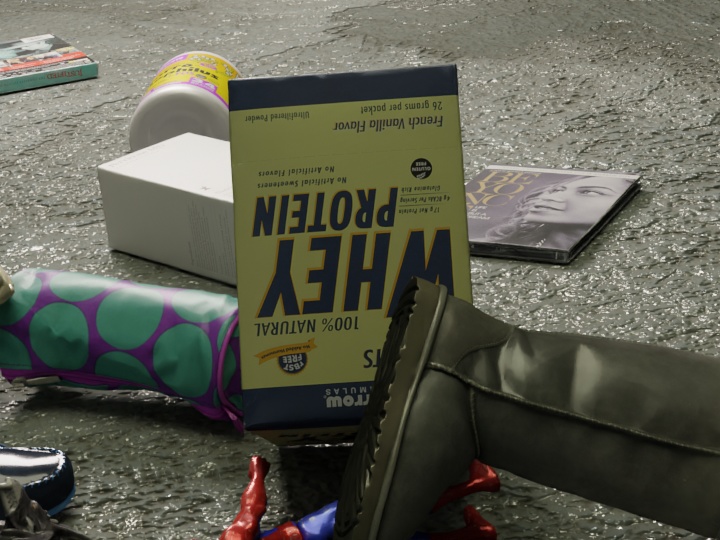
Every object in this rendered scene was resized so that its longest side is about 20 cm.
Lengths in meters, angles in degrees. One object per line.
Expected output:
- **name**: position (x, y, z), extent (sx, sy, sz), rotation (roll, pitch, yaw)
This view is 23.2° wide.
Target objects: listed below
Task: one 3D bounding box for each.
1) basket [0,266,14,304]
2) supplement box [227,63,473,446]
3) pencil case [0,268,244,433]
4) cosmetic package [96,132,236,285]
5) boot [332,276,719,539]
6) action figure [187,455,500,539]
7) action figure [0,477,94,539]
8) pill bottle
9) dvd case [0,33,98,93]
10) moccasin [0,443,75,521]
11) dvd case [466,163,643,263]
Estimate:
- **basket**: position (-0.374, -0.013, 1.231), extent (0.200, 0.161, 0.198), rotation (-40, 28, -6)
- **supplement box**: position (0.000, 0.000, 1.069), extent (0.134, 0.200, 0.200), rotation (-4, -9, 3)
- **pencil case**: position (-0.158, 0.053, 1.218), extent (0.199, 0.085, 0.093), rotation (6, 61, 24)
- **cosmetic package**: position (-0.119, -0.053, 1.491), extent (0.200, 0.081, 0.113), rotation (16, 31, 40)
- **boot**: position (0.098, 0.106, 0.926), extent (0.200, 0.182, 0.073), rotation (21, -10, -10)
- **action figure**: position (-0.031, 0.139, 0.993), extent (0.200, 0.065, 0.099), rotation (-14, 31, -25)
- **action figure**: position (-0.240, 0.152, 0.955), extent (0.200, 0.102, 0.119), rotation (-15, 12, -21)
- **pill bottle**: position (-0.165, -0.157, 1.739), extent (0.104, 0.105, 0.200), rotation (-3, 21, 3)
- **dvd case**: position (-0.422, -0.257, 2.173), extent (0.146, 0.022, 0.200), rotation (-14, 24, -23)
- **moccasin**: position (-0.277, 0.128, 1.068), extent (0.199, 0.068, 0.080), rotation (-7, 21, -6)
- **dvd case**: position (0.146, -0.054, 1.528), extent (0.148, 0.016, 0.200), rotation (6, 23, 26)
